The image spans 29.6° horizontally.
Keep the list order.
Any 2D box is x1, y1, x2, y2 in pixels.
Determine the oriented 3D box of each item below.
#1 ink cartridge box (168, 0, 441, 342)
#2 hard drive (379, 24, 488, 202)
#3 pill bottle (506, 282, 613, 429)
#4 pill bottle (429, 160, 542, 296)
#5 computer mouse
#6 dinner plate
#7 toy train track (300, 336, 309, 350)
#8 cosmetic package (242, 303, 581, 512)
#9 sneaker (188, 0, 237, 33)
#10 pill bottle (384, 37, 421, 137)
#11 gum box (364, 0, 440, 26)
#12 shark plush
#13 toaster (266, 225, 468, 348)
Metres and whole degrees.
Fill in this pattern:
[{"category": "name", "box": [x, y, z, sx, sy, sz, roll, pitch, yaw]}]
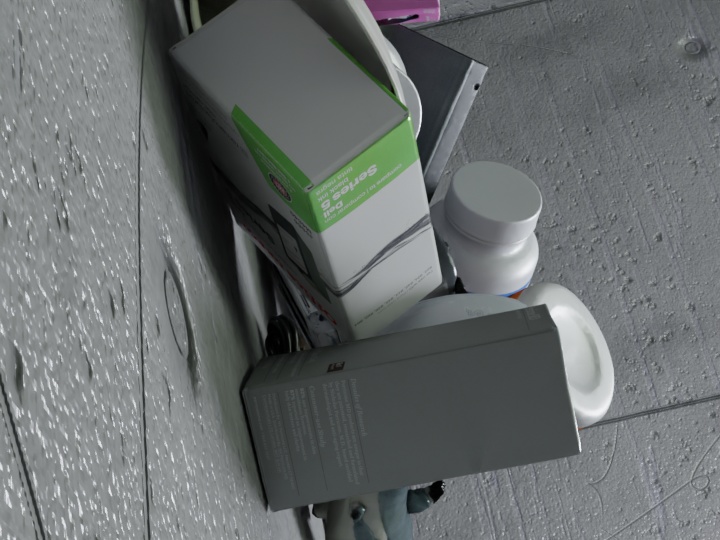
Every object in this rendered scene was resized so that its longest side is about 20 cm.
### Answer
[{"category": "ink cartridge box", "box": [-0.030, -0.062, 0.883, 0.146, 0.084, 0.200, 46, -15, 28]}, {"category": "hard drive", "box": [0.029, -0.119, 1.266, 0.139, 0.033, 0.201, 35, -74, 46]}, {"category": "pill bottle", "box": [0.083, 0.093, 1.037, 0.109, 0.199, 0.110, 27, 49, -37]}, {"category": "pill bottle", "box": [0.096, 0.003, 1.235, 0.113, 0.111, 0.201, -101, -161, -45]}, {"category": "computer mouse", "box": [0.024, 0.056, 0.952, 0.044, 0.199, 0.110, 53, 24, -50]}, {"category": "dinner plate", "box": [-0.029, -0.159, 0.859, 0.200, 0.024, 0.200, 48, -14, 16]}, {"category": "toy train track", "box": [-0.041, 0.113, 1.139, 0.200, 0.032, 0.115, -112, -179, -64]}, {"category": "cosmetic package", "box": [0.034, 0.084, 0.865, 0.107, 0.198, 0.091, -74, 150, -83]}, {"category": "sneaker", "box": [-0.094, -0.211, 1.005, 0.090, 0.066, 0.202, 87, -5, -67]}, {"category": "pill bottle", "box": [-0.029, -0.147, 1.090, 0.200, 0.119, 0.120, -131, -156, -60]}, {"category": "gum box", "box": [0.012, -0.317, 1.236, 0.066, 0.112, 0.202, 0, 87, -86]}, {"category": "shark plush", "box": [0.023, 0.162, 1.020, 0.091, 0.083, 0.201, -109, -151, -54]}, {"category": "toaster", "box": [0.000, 0.000, 1.131, 0.201, 0.128, 0.114, 59, -9, 38]}]
